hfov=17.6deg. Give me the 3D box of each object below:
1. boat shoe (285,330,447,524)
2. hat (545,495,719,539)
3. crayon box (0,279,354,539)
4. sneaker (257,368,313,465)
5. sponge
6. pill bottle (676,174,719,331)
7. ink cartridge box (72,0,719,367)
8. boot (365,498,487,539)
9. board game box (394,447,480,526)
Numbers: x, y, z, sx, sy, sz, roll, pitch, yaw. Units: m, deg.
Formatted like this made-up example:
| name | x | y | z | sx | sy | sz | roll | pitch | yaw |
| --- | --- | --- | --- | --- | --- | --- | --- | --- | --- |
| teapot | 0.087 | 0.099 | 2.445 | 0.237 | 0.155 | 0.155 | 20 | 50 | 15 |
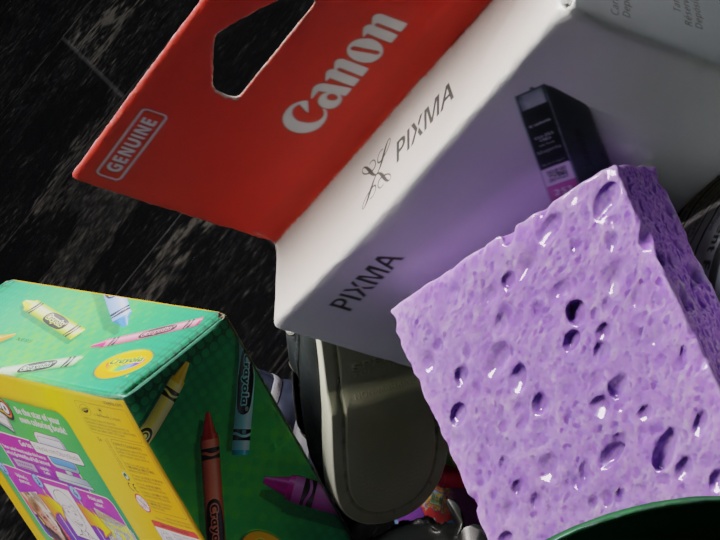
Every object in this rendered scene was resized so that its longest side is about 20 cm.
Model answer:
| name | x | y | z | sx | sy | sz | roll | pitch | yaw |
| --- | --- | --- | --- | --- | --- | --- | --- | --- | --- |
| boat shoe | 0.002 | 0.000 | 0.926 | 0.074 | 0.200 | 0.066 | -14 | 29 | -21 |
| hat | 0.104 | 0.172 | 0.607 | 0.200 | 0.165 | 0.176 | -53 | 26 | 29 |
| crayon box | -0.100 | 0.073 | 0.984 | 0.058 | 0.119 | 0.200 | -39 | 24 | -25 |
| sneaker | -0.066 | 0.126 | 1.151 | 0.070 | 0.108 | 0.200 | -85 | 9 | -51 |
| sponge | 0.092 | 0.076 | 0.765 | 0.111 | 0.030 | 0.201 | -36 | 71 | 37 |
| pill bottle | 0.152 | 0.012 | 0.815 | 0.111 | 0.111 | 0.200 | -56 | 22 | -11 |
| ink cartridge box | 0.019 | -0.044 | 0.788 | 0.200 | 0.173 | 0.044 | -46 | 36 | 45 |
| boot | -0.008 | 0.168 | 0.875 | 0.198 | 0.074 | 0.162 | -33 | 15 | -11 |
| board game box | 0.035 | 0.031 | 0.977 | 0.158 | 0.039 | 0.201 | -37 | 57 | 44 |
